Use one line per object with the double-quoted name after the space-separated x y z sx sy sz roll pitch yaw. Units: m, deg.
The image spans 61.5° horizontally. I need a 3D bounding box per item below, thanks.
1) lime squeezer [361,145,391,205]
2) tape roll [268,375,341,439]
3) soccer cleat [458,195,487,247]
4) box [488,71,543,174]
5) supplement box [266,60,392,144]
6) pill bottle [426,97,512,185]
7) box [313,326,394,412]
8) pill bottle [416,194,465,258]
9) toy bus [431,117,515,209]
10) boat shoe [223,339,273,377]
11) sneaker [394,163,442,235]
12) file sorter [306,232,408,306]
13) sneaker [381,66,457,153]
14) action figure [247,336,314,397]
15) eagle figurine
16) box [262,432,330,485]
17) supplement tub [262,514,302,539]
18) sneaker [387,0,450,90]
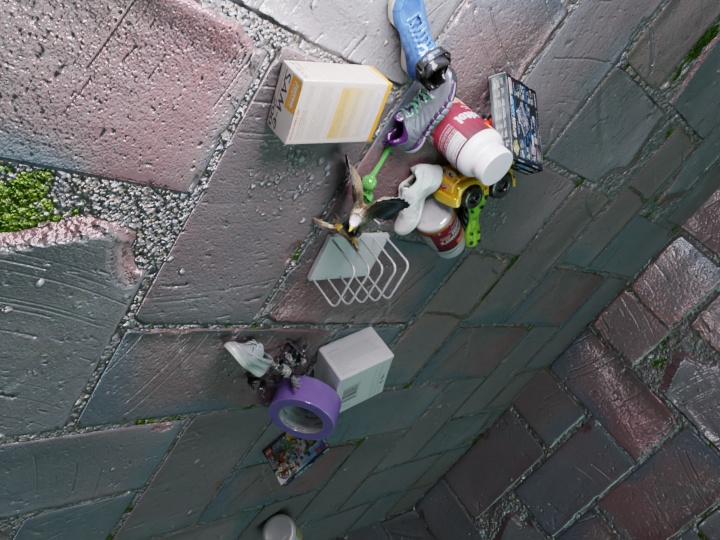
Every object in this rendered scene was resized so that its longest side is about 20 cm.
0.023 -0.188 1.372 0.071 0.038 0.200 -54 164 -43 "lime squeezer"
-0.161 0.401 1.762 0.199 0.085 0.201 8 134 9 "tape roll"
0.298 -0.162 1.657 0.067 0.081 0.201 -10 117 -27 "soccer cleat"
0.358 -0.332 1.388 0.046 0.201 0.159 -9 171 40 "box"
-0.055 -0.302 1.093 0.199 0.074 0.126 -11 139 -38 "supplement box"
0.230 -0.276 1.304 0.113 0.200 0.113 -27 147 -19 "pill bottle"
-0.027 0.306 1.847 0.199 0.131 0.199 -20 144 -29 "box"
0.209 -0.111 1.581 0.109 0.110 0.200 -41 149 3 "pill bottle"
0.269 -0.265 1.443 0.199 0.136 0.193 -23 132 -22 "toy bus"
-0.278 0.208 1.532 0.072 0.070 0.201 -47 153 -9 "boat shoe"
0.119 -0.174 1.460 0.080 0.071 0.201 6 126 -30 "sneaker"
0.000 0.000 1.491 0.199 0.125 0.139 -5 136 -43 "file sorter"
0.122 -0.330 1.248 0.087 0.075 0.200 0 133 -39 "sneaker"
-0.202 0.271 1.651 0.200 0.102 0.119 -36 137 -2 "action figure"
0.006 -0.136 1.286 0.151 0.151 0.200 7 134 -26 "eagle figurine"
-0.214 0.598 2.019 0.200 0.137 0.038 -41 151 2 "box"
-0.328 1.132 2.579 0.144 0.145 0.200 -31 148 -13 "supplement tub"
0.113 -0.413 1.091 0.077 0.111 0.200 -33 148 -10 "sneaker"
